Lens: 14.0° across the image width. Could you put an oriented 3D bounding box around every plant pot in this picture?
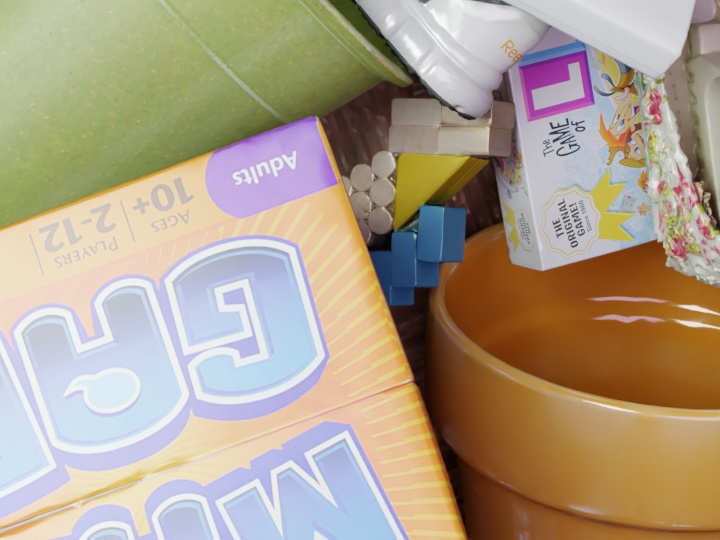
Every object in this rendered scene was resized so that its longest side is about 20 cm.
[{"bbox_3d":[0.123,0.095,1.262,0.199,0.200,0.184,-4,116,-15],"label":"plant pot"},{"bbox_3d":[-0.113,-0.090,1.168,0.190,0.200,0.200,-41,108,8],"label":"plant pot"}]

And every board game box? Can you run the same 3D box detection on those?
[{"bbox_3d":[0.111,-0.114,1.235,0.134,0.034,0.201,-15,103,-20],"label":"board game box"},{"bbox_3d":[-0.071,0.085,1.092,0.199,0.200,0.201,-20,81,-1],"label":"board game box"}]

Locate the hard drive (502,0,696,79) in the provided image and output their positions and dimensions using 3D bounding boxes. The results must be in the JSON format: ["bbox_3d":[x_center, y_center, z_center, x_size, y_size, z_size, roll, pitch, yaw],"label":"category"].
[{"bbox_3d":[0.045,-0.170,1.125,0.199,0.027,0.132,26,54,-11],"label":"hard drive"}]

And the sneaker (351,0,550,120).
[{"bbox_3d":[0.009,-0.156,1.178,0.080,0.074,0.200,-43,77,10],"label":"sneaker"}]

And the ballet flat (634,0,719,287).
[{"bbox_3d":[0.146,-0.089,1.199,0.075,0.064,0.201,-18,103,-21],"label":"ballet flat"}]

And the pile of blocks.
[{"bbox_3d":[0.000,0.000,1.237,0.200,0.062,0.082,-39,74,22],"label":"pile of blocks"}]
